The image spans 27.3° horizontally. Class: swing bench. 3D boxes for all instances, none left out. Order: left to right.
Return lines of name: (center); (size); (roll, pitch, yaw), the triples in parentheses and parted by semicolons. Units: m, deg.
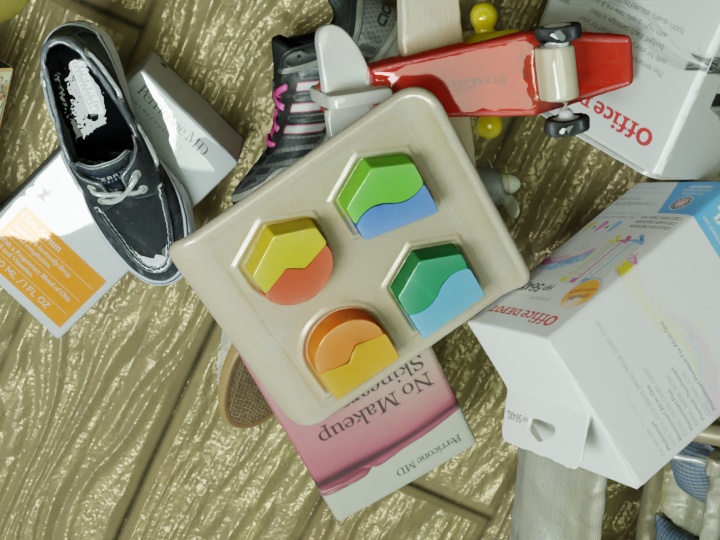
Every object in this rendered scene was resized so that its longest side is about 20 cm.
swing bench: (0.219, 0.192, 1.173); (0.198, 0.130, 0.201); (2, 110, -1)

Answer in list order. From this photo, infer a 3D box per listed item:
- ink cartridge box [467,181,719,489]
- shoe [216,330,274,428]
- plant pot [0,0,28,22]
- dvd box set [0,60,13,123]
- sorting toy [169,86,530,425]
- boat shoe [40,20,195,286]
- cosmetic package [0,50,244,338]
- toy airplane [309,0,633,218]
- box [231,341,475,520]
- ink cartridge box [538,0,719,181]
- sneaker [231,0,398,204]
ink cartridge box: (0.184, 0.046, 1.026); (0.199, 0.128, 0.126); (-38, 105, -15)
shoe: (-0.068, 0.032, 1.168); (0.069, 0.053, 0.202); (9, 115, -25)
plant pot: (-0.295, -0.237, 1.008); (0.141, 0.200, 0.202); (11, 112, -31)
dvd box set: (-0.336, -0.081, 1.095); (0.146, 0.029, 0.202); (27, 111, 24)
sorting toy: (0.000, 0.000, 0.983); (0.199, 0.037, 0.186); (-32, 126, 1)
boat shoe: (-0.172, -0.075, 1.039); (0.071, 0.068, 0.202); (-16, 108, 5)
cosmetic package: (-0.192, -0.057, 1.120); (0.101, 0.071, 0.200); (43, 103, -14)
toy airplane: (0.061, -0.133, 1.023); (0.199, 0.141, 0.200); (37, 107, -4)
box: (-0.015, 0.063, 1.107); (0.127, 0.109, 0.201); (-29, 124, -3)
ink cartridge box: (0.214, -0.182, 1.034); (0.082, 0.147, 0.202); (0, 118, -46)
sneaker: (-0.043, -0.129, 1.096); (0.087, 0.074, 0.200); (37, 101, -13)
